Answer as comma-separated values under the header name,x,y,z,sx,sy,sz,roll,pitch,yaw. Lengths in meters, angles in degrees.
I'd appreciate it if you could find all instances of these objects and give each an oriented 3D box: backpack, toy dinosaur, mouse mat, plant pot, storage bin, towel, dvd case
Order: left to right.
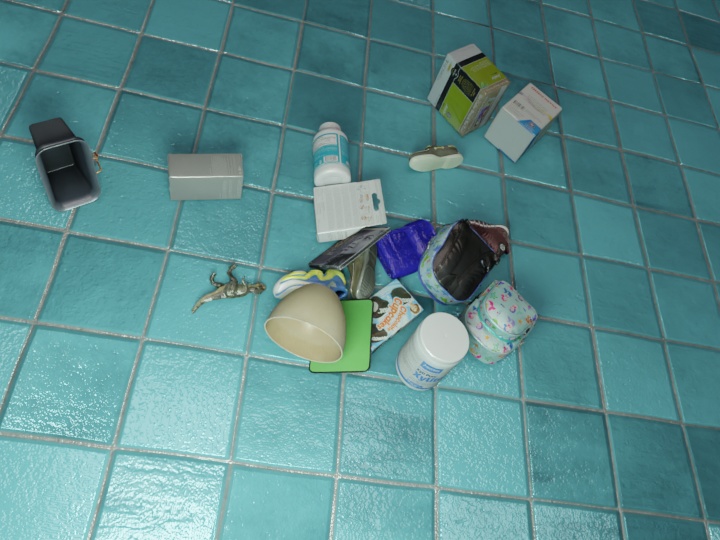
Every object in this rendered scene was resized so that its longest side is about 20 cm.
name,x,y,z,sx,sy,sz,roll,pitch,yaw
storage bin,-0.741,-0.279,1.481,0.144,0.202,0.135,-25,60,-27
toy dinosaur,-0.339,0.039,1.497,0.197,0.048,0.089,-15,73,-20
plant pot,-0.114,0.113,1.423,0.197,0.201,0.136,23,59,-2
mouse mat,-0.047,0.164,1.492,0.158,0.008,0.203,-3,60,12
dvd case,-0.030,-0.064,1.597,0.199,0.147,0.016,-38,114,-30
towel,0.140,-0.067,1.693,0.197,0.050,0.149,-21,68,-25
backpack,0.250,-0.010,1.620,0.183,0.146,0.201,45,63,-13
backpack,0.362,0.142,1.587,0.199,0.151,0.178,-39,78,-26

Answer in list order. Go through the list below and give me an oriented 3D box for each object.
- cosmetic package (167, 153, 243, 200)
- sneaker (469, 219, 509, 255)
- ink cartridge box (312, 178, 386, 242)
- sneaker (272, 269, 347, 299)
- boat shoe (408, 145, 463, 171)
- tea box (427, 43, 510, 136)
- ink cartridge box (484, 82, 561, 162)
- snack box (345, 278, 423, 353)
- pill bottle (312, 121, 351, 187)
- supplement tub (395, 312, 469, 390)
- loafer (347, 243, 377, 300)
name,x,y,z,sx,sy,sz,roll,pitch,yaw
cosmetic package,-0.421,-0.254,1.605,0.196,0.107,0.092,0,61,-18
sneaker,0.361,-0.081,1.752,0.196,0.076,0.118,2,63,-16
ink cartridge box,-0.032,-0.170,1.670,0.196,0.057,0.165,-6,59,-3
sneaker,-0.120,0.051,1.516,0.197,0.077,0.105,-14,40,-23
boat shoe,0.233,-0.362,1.878,0.198,0.072,0.061,-8,61,-27
tea box,0.357,-0.600,1.973,0.132,0.201,0.198,-29,73,-29
ink cartridge box,0.552,-0.502,2.005,0.147,0.145,0.200,43,59,10
snack box,0.061,0.121,1.568,0.199,0.037,0.116,-35,74,-29
pill bottle,-0.086,-0.339,1.747,0.109,0.111,0.203,4,60,-14
supplement tub,0.173,0.204,1.457,0.129,0.201,0.134,7,59,-12
loafer,0.000,0.000,1.607,0.069,0.076,0.202,-11,46,26
